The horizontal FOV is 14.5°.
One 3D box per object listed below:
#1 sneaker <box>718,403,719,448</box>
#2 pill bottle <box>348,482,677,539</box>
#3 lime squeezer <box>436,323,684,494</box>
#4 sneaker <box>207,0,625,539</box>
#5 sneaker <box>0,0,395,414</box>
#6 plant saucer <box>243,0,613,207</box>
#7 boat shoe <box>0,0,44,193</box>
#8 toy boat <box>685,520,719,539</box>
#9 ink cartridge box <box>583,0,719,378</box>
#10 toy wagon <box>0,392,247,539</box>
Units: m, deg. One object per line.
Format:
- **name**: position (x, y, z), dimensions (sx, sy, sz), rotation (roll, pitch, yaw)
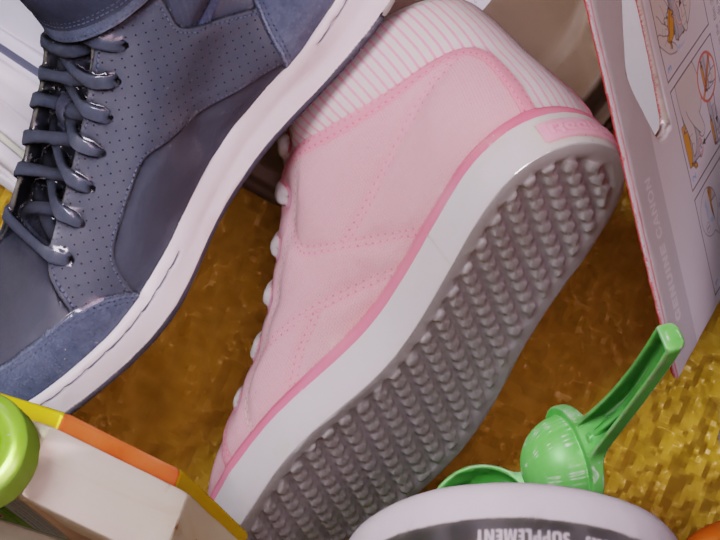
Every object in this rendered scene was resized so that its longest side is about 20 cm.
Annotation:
- **sneaker**: position (0.133, 0.003, 0.842), dimensions (0.074, 0.082, 0.201), rotation (-8, 66, 21)
- **pill bottle**: position (0.046, 0.174, 0.840), dimensions (0.110, 0.111, 0.201), rotation (5, 61, -7)
- **lime squeezer**: position (0.044, 0.066, 0.905), dimensions (0.070, 0.200, 0.038), rotation (24, 45, -39)
- **sneaker**: position (0.000, 0.000, 0.921), dimensions (0.075, 0.201, 0.105), rotation (5, 40, -44)
- **sneaker**: position (-0.095, -0.060, 0.854), dimensions (0.146, 0.077, 0.203), rotation (37, 87, -41)
- **plant saucer**: position (0.013, -0.114, 0.972), dimensions (0.198, 0.029, 0.202), rotation (1, 83, -8)
- **boat shoe**: position (-0.159, -0.078, 0.921), dimensions (0.199, 0.074, 0.067), rotation (28, 83, -4)
- **toy boat**: position (0.163, 0.103, 0.934), dimensions (0.130, 0.130, 0.201), rotation (-14, 84, 22)
- **ink cartridge box**: position (0.093, -0.097, 0.878), dimensions (0.176, 0.044, 0.201), rotation (-49, 132, -46)
- **toy wagon**: position (-0.131, 0.063, 0.867), dimensions (0.199, 0.155, 0.040), rotation (15, 72, 25)
